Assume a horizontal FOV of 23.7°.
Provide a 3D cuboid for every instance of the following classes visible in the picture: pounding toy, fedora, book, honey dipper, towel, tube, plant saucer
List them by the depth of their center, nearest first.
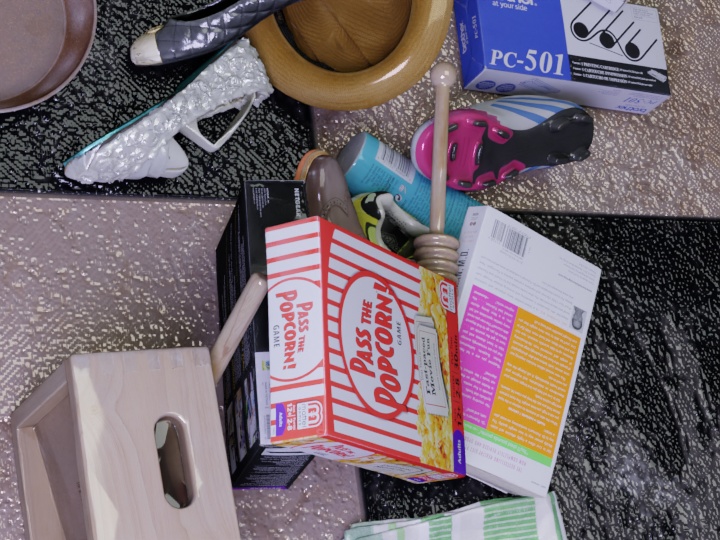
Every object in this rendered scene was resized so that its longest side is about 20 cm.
[{"bbox_3d":[-0.145,0.125,1.190,0.142,0.184,0.200,-2,72,-28],"label":"pounding toy"},{"bbox_3d":[-0.304,-0.208,1.324,0.200,0.034,0.201,9,68,-24],"label":"plant saucer"},{"bbox_3d":[0.088,0.259,1.355,0.200,0.023,0.153,-7,75,-29],"label":"towel"},{"bbox_3d":[0.063,-0.074,1.367,0.038,0.038,0.200,12,68,-23],"label":"honey dipper"},{"bbox_3d":[0.115,0.066,1.377,0.134,0.048,0.200,28,72,-32],"label":"book"},{"bbox_3d":[-0.008,-0.226,1.433,0.200,0.082,0.201,-2,85,17],"label":"fedora"},{"bbox_3d":[0.070,-0.045,1.449,0.200,0.050,0.078,32,65,-17],"label":"tube"}]

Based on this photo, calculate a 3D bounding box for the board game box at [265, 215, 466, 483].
[{"bbox_3d":[0.006,0.062,1.211,0.200,0.046,0.152,23,60,-56],"label":"board game box"}]

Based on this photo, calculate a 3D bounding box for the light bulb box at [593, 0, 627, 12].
[{"bbox_3d":[0.242,-0.382,1.552,0.125,0.198,0.200,25,49,-16],"label":"light bulb box"}]

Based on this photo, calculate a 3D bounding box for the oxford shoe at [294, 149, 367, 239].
[{"bbox_3d":[0.000,0.000,1.337,0.071,0.073,0.200,-36,116,-52],"label":"oxford shoe"}]

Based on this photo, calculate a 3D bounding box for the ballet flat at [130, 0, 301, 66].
[{"bbox_3d":[-0.099,-0.222,1.375,0.200,0.066,0.057,-28,116,3],"label":"ballet flat"}]

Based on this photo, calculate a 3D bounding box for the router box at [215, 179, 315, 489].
[{"bbox_3d":[-0.070,0.051,1.275,0.051,0.149,0.200,0,71,-14],"label":"router box"}]

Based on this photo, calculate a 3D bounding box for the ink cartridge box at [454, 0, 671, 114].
[{"bbox_3d":[0.185,-0.204,1.567,0.200,0.044,0.094,5,67,-25],"label":"ink cartridge box"}]

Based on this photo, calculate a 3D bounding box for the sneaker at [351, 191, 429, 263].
[{"bbox_3d":[0.056,0.016,1.399,0.200,0.076,0.075,39,57,-10],"label":"sneaker"}]

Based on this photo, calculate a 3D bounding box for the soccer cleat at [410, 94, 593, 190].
[{"bbox_3d":[0.110,-0.113,1.476,0.200,0.086,0.070,-8,112,-36],"label":"soccer cleat"}]

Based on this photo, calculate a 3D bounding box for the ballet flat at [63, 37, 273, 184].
[{"bbox_3d":[-0.141,-0.114,1.351,0.200,0.072,0.072,-41,92,-31],"label":"ballet flat"}]
